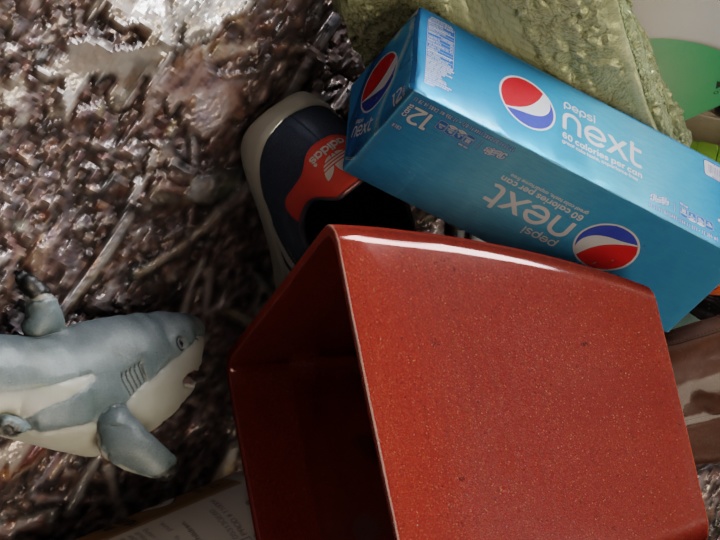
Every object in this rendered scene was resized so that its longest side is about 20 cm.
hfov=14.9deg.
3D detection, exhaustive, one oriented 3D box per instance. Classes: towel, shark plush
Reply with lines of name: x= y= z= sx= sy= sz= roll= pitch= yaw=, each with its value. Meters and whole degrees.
towel: x=0.075 y=-0.102 z=1.394 sx=0.148 sy=0.037 sz=0.200 roll=-13 pitch=133 yaw=17
shark plush: x=-0.168 y=0.040 z=1.355 sx=0.200 sy=0.091 sz=0.084 roll=17 pitch=87 yaw=-27

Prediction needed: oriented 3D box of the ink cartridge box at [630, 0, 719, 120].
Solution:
ink cartridge box: x=0.151 y=-0.146 z=1.397 sx=0.161 sy=0.050 sz=0.200 roll=-23 pitch=149 yaw=18

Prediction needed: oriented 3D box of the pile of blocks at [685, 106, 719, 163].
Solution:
pile of blocks: x=0.217 y=-0.087 z=1.485 sx=0.200 sy=0.082 sz=0.062 roll=-51 pitch=170 yaw=-11

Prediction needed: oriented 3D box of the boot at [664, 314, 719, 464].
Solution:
boot: x=0.158 y=0.115 z=1.545 sx=0.200 sy=0.064 sz=0.187 roll=-13 pitch=124 yaw=-15

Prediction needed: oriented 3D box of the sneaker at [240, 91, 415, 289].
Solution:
sneaker: x=0.000 y=0.000 z=1.435 sx=0.075 sy=0.084 sz=0.200 roll=-40 pitch=139 yaw=-12

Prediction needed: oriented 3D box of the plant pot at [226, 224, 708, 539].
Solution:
plant pot: x=0.057 y=0.097 z=1.369 sx=0.176 sy=0.200 sz=0.200 roll=-4 pitch=161 yaw=-21

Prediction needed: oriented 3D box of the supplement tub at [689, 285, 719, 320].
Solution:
supplement tub: x=0.248 y=-0.012 z=1.610 sx=0.123 sy=0.122 sz=0.200 roll=-55 pitch=147 yaw=5

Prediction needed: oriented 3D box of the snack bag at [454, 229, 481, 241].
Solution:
snack bag: x=0.132 y=-0.101 z=1.531 sx=0.200 sy=0.021 sz=0.189 roll=-27 pitch=135 yaw=-30

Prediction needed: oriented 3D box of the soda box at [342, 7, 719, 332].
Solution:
soda box: x=0.093 y=-0.049 z=1.376 sx=0.200 sy=0.064 sz=0.068 roll=26 pitch=132 yaw=-20

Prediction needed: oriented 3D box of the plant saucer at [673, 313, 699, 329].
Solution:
plant saucer: x=0.143 y=0.072 z=1.656 sx=0.201 sy=0.039 sz=0.201 roll=-23 pitch=133 yaw=-28

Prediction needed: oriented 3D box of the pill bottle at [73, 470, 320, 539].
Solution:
pill bottle: x=-0.120 y=0.190 z=1.442 sx=0.200 sy=0.114 sz=0.115 roll=-21 pitch=131 yaw=-31
